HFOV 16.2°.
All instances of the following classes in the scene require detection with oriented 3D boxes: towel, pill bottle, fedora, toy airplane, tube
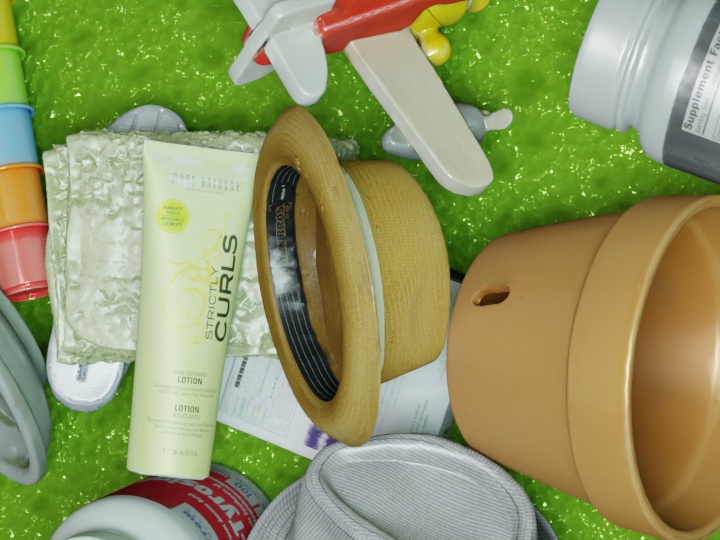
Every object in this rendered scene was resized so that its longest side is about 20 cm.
[{"bbox_3d":[-0.097,-0.016,1.563,0.199,0.036,0.149,-2,92,3],"label":"towel"},{"bbox_3d":[-0.129,0.187,1.559,0.112,0.200,0.113,2,96,17],"label":"pill bottle"},{"bbox_3d":[0.000,0.000,1.466,0.082,0.201,0.201,-10,92,-19],"label":"fedora"},{"bbox_3d":[0.027,0.157,1.482,0.200,0.177,0.090,25,140,20],"label":"fedora"},{"bbox_3d":[0.231,-0.102,1.466,0.200,0.113,0.113,22,101,15],"label":"pill bottle"},{"bbox_3d":[0.007,-0.154,1.517,0.199,0.141,0.200,16,70,-1],"label":"toy airplane"},{"bbox_3d":[-0.106,0.024,1.522,0.052,0.058,0.201,7,89,26],"label":"tube"}]

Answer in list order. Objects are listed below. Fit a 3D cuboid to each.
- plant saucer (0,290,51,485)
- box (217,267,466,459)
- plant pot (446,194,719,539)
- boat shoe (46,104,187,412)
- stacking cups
[{"bbox_3d":[-0.252,0.044,1.618,0.050,0.200,0.200,-38,82,-21],"label":"plant saucer"},{"bbox_3d":[-0.027,0.043,1.602,0.200,0.036,0.145,21,101,13],"label":"box"},{"bbox_3d":[0.143,0.052,1.477,0.140,0.200,0.201,5,97,33],"label":"plant pot"},{"bbox_3d":[-0.161,-0.009,1.619,0.072,0.071,0.200,18,87,-4],"label":"boat shoe"},{"bbox_3d":[-0.236,-0.079,1.624,0.060,0.060,0.201,-13,80,18],"label":"stacking cups"}]
